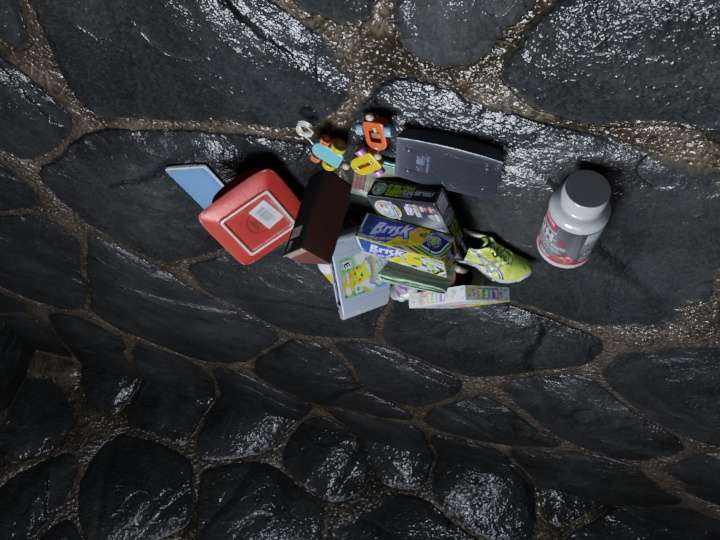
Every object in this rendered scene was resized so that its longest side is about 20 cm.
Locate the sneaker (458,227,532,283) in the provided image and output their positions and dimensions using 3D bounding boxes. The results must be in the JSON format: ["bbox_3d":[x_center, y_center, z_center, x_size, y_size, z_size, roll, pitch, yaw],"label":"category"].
[{"bbox_3d":[0.282,-0.032,1.625,0.200,0.076,0.076,19,154,-5],"label":"sneaker"}]

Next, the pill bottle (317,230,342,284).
[{"bbox_3d":[-0.028,-0.012,1.726,0.112,0.112,0.200,-7,134,42],"label":"pill bottle"}]

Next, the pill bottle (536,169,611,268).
[{"bbox_3d":[0.397,-0.096,1.384,0.111,0.111,0.200,14,153,9],"label":"pill bottle"}]

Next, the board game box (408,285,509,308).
[{"bbox_3d":[0.224,0.062,1.725,0.134,0.034,0.200,3,171,-33],"label":"board game box"}]

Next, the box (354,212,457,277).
[{"bbox_3d":[0.093,-0.053,1.542,0.200,0.064,0.070,17,156,22],"label":"box"}]

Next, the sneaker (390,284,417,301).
[{"bbox_3d":[0.098,-0.003,1.811,0.140,0.078,0.200,31,142,-21],"label":"sneaker"}]

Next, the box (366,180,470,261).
[{"bbox_3d":[0.123,-0.101,1.547,0.160,0.044,0.200,10,152,33],"label":"box"}]

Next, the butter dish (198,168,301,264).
[{"bbox_3d":[-0.244,-0.147,1.679,0.199,0.148,0.200,-33,135,7],"label":"butter dish"}]

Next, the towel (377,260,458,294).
[{"bbox_3d":[0.133,-0.016,1.638,0.152,0.200,0.023,12,120,12],"label":"towel"}]

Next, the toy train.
[{"bbox_3d":[-0.016,-0.251,1.424,0.200,0.056,0.150,8,141,27],"label":"toy train"}]

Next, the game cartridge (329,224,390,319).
[{"bbox_3d":[0.000,0.000,1.659,0.040,0.133,0.200,30,136,56],"label":"game cartridge"}]

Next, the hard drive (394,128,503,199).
[{"bbox_3d":[0.165,-0.203,1.404,0.200,0.042,0.135,15,154,9],"label":"hard drive"}]

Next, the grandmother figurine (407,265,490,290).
[{"bbox_3d":[0.209,0.014,1.715,0.200,0.061,0.121,0,167,-20],"label":"grandmother figurine"}]

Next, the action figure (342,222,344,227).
[{"bbox_3d":[-0.091,-0.095,1.773,0.118,0.055,0.200,27,149,-11],"label":"action figure"}]

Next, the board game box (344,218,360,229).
[{"bbox_3d":[0.006,-0.051,1.788,0.095,0.030,0.200,35,160,16],"label":"board game box"}]

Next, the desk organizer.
[{"bbox_3d":[-0.086,-0.106,1.579,0.077,0.200,0.072,31,150,-28],"label":"desk organizer"}]

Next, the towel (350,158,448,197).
[{"bbox_3d":[0.080,-0.171,1.538,0.200,0.022,0.147,17,151,3],"label":"towel"}]

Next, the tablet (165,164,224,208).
[{"bbox_3d":[-0.365,-0.190,1.807,0.130,0.014,0.200,1,150,30],"label":"tablet"}]
